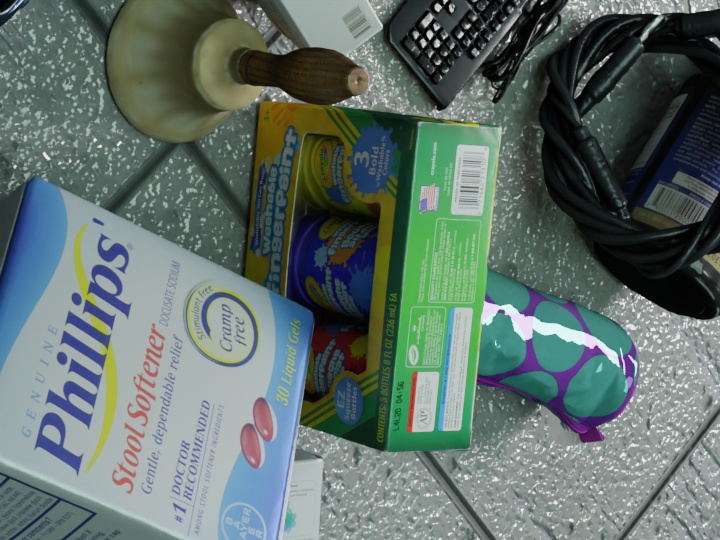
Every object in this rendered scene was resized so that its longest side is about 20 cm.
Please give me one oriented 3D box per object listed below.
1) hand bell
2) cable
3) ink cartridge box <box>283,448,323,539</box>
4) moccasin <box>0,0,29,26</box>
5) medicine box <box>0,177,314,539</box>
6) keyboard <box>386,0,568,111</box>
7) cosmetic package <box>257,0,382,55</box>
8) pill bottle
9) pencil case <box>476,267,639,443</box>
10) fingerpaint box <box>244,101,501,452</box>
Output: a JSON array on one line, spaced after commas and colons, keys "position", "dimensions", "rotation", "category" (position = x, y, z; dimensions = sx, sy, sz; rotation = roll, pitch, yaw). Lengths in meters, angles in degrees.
[{"position": [-0.058, -0.120, 1.254], "dimensions": [0.104, 0.199, 0.105], "rotation": [-6, 100, -34], "category": "hand bell"}, {"position": [0.204, -0.092, 1.476], "dimensions": [0.162, 0.051, 0.202], "rotation": [5, 72, 6], "category": "cable"}, {"position": [-0.102, 0.215, 1.351], "dimensions": [0.136, 0.076, 0.202], "rotation": [-1, 96, -36], "category": "ink cartridge box"}, {"position": [-0.173, -0.217, 1.235], "dimensions": [0.080, 0.068, 0.201], "rotation": [35, 75, -34], "category": "moccasin"}, {"position": [-0.143, 0.079, 1.217], "dimensions": [0.199, 0.103, 0.183], "rotation": [26, 51, -24], "category": "medicine box"}, {"position": [0.108, -0.197, 1.464], "dimensions": [0.200, 0.040, 0.104], "rotation": [-52, 122, -17], "category": "keyboard"}, {"position": [-0.065, -0.217, 1.258], "dimensions": [0.051, 0.083, 0.200], "rotation": [-36, 125, -3], "category": "cosmetic package"}, {"position": [0.262, -0.075, 1.551], "dimensions": [0.112, 0.112, 0.201], "rotation": [43, 73, -33], "category": "pill bottle"}, {"position": [0.101, 0.052, 1.470], "dimensions": [0.199, 0.085, 0.093], "rotation": [19, 70, -36], "category": "pencil case"}, {"position": [0.000, 0.000, 1.336], "dimensions": [0.073, 0.166, 0.202], "rotation": [1, 97, -38], "category": "fingerpaint box"}]
